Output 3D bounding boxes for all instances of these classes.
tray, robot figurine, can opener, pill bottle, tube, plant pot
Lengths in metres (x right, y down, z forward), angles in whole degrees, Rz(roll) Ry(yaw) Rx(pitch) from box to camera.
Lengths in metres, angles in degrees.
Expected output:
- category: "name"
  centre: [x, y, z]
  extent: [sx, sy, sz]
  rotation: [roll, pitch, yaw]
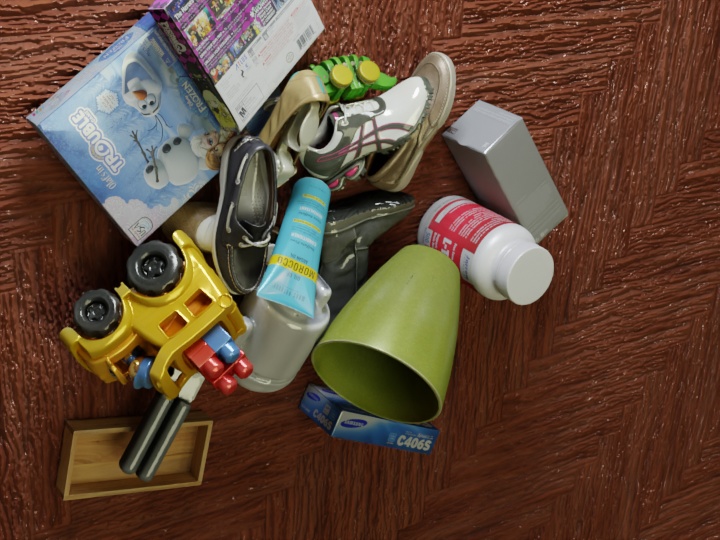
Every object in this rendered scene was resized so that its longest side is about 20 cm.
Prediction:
- category: "tray"
  centre: [-0.300, 0.244, 1.559]
  extent: [0.199, 0.037, 0.099]
  rotation: [0, 110, -36]
- category: "robot figurine"
  centre: [-0.115, 0.081, 1.547]
  extent: [0.169, 0.113, 0.201]
  rotation: [-5, 136, -47]
- category: "can opener"
  centre: [-0.251, 0.175, 1.523]
  extent: [0.052, 0.066, 0.201]
  rotation: [30, 81, -29]
- category: "pill bottle"
  centre: [0.179, -0.026, 1.670]
  extent: [0.112, 0.200, 0.113]
  rotation: [-15, 118, -29]
- category: "tube"
  centre: [-0.079, -0.030, 1.489]
  extent: [0.077, 0.201, 0.050]
  rotation: [20, 140, -12]
- category: "plant pot"
  centre: [0.059, 0.071, 1.581]
  extent: [0.187, 0.186, 0.201]
  rotation: [54, 51, -38]

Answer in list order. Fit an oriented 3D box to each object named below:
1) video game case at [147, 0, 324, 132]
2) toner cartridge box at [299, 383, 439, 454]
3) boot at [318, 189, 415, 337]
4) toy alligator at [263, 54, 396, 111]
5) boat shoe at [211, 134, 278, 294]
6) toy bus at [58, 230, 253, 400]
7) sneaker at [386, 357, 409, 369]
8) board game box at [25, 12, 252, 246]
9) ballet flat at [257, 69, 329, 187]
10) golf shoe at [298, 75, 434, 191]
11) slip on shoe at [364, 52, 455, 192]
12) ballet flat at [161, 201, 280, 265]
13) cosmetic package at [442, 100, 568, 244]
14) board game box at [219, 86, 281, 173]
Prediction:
- category: "video game case"
  centre: [-0.140, -0.297, 1.385]
  extent: [0.201, 0.036, 0.182]
  rotation: [-56, 134, -29]
- category: "toner cartridge box"
  centre: [0.015, 0.221, 1.735]
  extent: [0.199, 0.095, 0.043]
  rotation: [17, 99, -40]
- category: "boot"
  centre: [0.000, -0.001, 1.640]
  extent: [0.181, 0.072, 0.201]
  rotation: [-18, 118, -28]
- category: "toy alligator"
  centre: [-0.044, -0.247, 1.511]
  extent: [0.199, 0.059, 0.055]
  rotation: [-14, 74, -29]
- category: "boat shoe"
  centre: [-0.135, -0.063, 1.432]
  extent: [0.073, 0.060, 0.202]
  rotation: [-3, 105, -35]
- category: "toy bus"
  centre: [-0.230, 0.086, 1.416]
  extent: [0.200, 0.192, 0.136]
  rotation: [-40, 161, -11]
- category: "sneaker"
  centre: [0.071, 0.126, 1.708]
  extent: [0.198, 0.129, 0.080]
  rotation: [-28, 126, -22]
- category: "board game box"
  centre: [-0.252, -0.166, 1.377]
  extent: [0.199, 0.043, 0.200]
  rotation: [-44, 128, -11]
- category: "ballet flat"
  centre: [-0.097, -0.155, 1.463]
  extent: [0.068, 0.063, 0.201]
  rotation: [-2, 133, -39]
- category: "golf shoe"
  centre: [0.007, -0.190, 1.526]
  extent: [0.200, 0.077, 0.088]
  rotation: [-41, 131, 8]
- category: "slip on shoe"
  centre: [0.063, -0.204, 1.591]
  extent: [0.060, 0.076, 0.201]
  rotation: [11, 111, -50]
- category: "ballet flat"
  centre: [-0.158, -0.039, 1.507]
  extent: [0.199, 0.072, 0.068]
  rotation: [18, 99, -39]
- category: "cosmetic package"
  centre: [0.212, -0.140, 1.705]
  extent: [0.090, 0.107, 0.201]
  rotation: [-41, 130, -13]
- category: "board game box"
  centre: [-0.183, -0.173, 1.464]
  extent: [0.199, 0.019, 0.104]
  rotation: [-27, 122, -23]
